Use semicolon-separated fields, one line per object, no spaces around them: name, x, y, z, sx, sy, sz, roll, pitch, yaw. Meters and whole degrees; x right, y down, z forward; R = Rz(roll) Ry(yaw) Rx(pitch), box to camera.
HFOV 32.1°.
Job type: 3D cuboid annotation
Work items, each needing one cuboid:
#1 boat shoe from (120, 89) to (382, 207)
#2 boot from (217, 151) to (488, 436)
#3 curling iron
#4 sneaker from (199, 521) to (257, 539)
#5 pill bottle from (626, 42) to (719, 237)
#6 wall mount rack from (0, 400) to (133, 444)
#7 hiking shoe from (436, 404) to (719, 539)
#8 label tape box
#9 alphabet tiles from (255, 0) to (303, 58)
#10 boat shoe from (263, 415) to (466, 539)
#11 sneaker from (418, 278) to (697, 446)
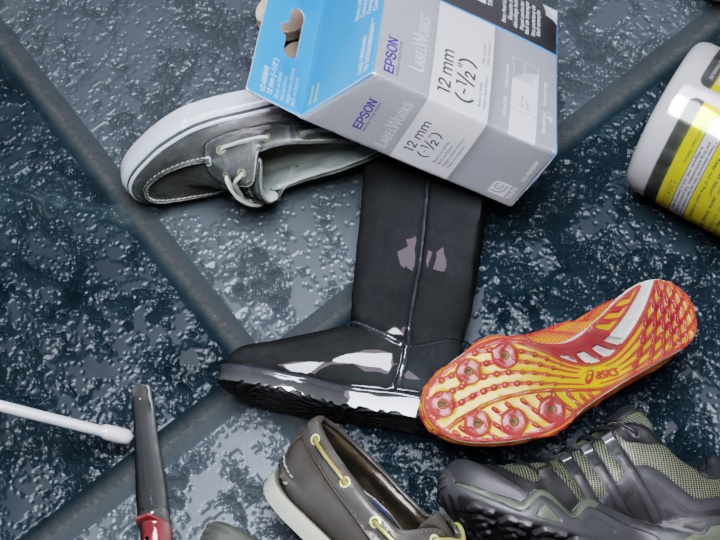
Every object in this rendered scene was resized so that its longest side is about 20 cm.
boat shoe;-0.075;-0.081;0.869;0.198;0.072;0.072;-21;63;11
boot;0.001;0.000;0.853;0.163;0.066;0.203;11;71;-2
curling iron;-0.143;0.170;0.810;0.049;0.026;0.203;-2;67;-2
sneaker;-0.035;0.246;0.751;0.198;0.076;0.115;26;73;15
pill bottle;0.290;-0.061;0.842;0.199;0.113;0.113;31;72;14
wall mount rack;-0.248;0.146;0.796;0.171;0.075;0.203;3;67;14
hiking shoe;0.147;0.136;0.797;0.197;0.076;0.102;12;60;-3
label tape box;0.034;-0.147;0.838;0.198;0.066;0.145;23;49;-17
alphabet tiles;0.025;-0.183;0.951;0.198;0.015;0.197;27;64;12
boat shoe;0.029;0.171;0.771;0.200;0.072;0.061;37;105;17
sneaker;0.128;0.069;0.810;0.198;0.077;0.074;-17;73;-18
